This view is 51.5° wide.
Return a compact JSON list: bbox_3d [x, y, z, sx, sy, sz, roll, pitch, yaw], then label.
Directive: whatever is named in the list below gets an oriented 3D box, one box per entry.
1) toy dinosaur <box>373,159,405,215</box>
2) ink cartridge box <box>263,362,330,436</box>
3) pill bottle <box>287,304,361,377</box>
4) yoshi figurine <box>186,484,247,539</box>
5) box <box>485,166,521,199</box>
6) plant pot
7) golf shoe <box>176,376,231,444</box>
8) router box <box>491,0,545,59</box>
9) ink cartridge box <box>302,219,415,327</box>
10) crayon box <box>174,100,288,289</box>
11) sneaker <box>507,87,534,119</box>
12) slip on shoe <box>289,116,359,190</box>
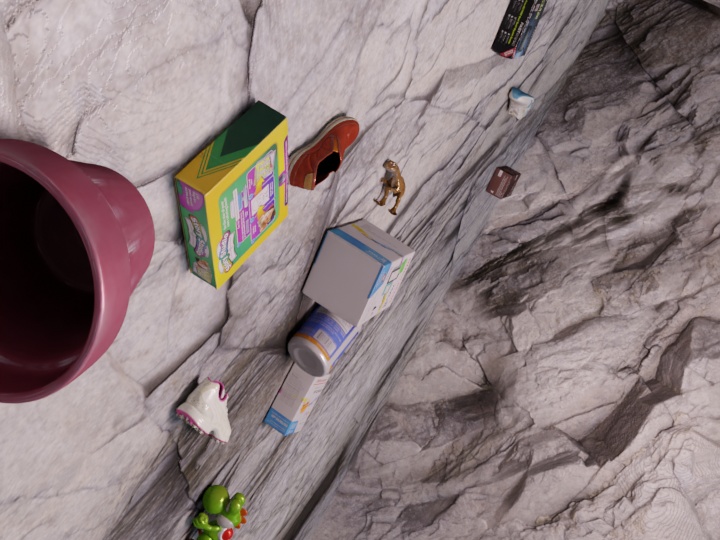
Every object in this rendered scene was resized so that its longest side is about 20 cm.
[{"bbox_3d":[0.084,-0.182,1.700,0.108,0.059,0.200,-60,165,-8],"label":"toy dinosaur"},{"bbox_3d":[-0.140,0.285,1.787,0.204,0.067,0.115,-62,165,3],"label":"ink cartridge box"},{"bbox_3d":[-0.066,0.130,1.673,0.201,0.110,0.113,-50,162,-35],"label":"pill bottle"},{"bbox_3d":[-0.327,0.542,1.652,0.110,0.114,0.201,15,126,-33],"label":"yoshi figurine"},{"bbox_3d":[0.558,-0.344,2.904,0.199,0.074,0.102,-21,139,-64],"label":"box"},{"bbox_3d":[-0.272,-0.015,0.652,0.204,0.196,0.179,-65,178,17],"label":"plant pot"},{"bbox_3d":[-0.261,0.253,1.343,0.093,0.074,0.201,-59,166,-16],"label":"golf shoe"},{"bbox_3d":[0.422,-0.657,1.937,0.149,0.061,0.204,-37,152,-58],"label":"router box"},{"bbox_3d":[0.000,0.000,1.588,0.150,0.144,0.199,-65,164,20],"label":"ink cartridge box"},{"bbox_3d":[-0.171,-0.100,1.033,0.173,0.057,0.202,-49,161,-32],"label":"crayon box"},{"bbox_3d":[0.518,-0.539,2.429,0.082,0.076,0.199,-61,163,12],"label":"sneaker"},{"bbox_3d":[-0.052,-0.193,1.245,0.200,0.060,0.075,-48,159,-44],"label":"slip on shoe"}]
